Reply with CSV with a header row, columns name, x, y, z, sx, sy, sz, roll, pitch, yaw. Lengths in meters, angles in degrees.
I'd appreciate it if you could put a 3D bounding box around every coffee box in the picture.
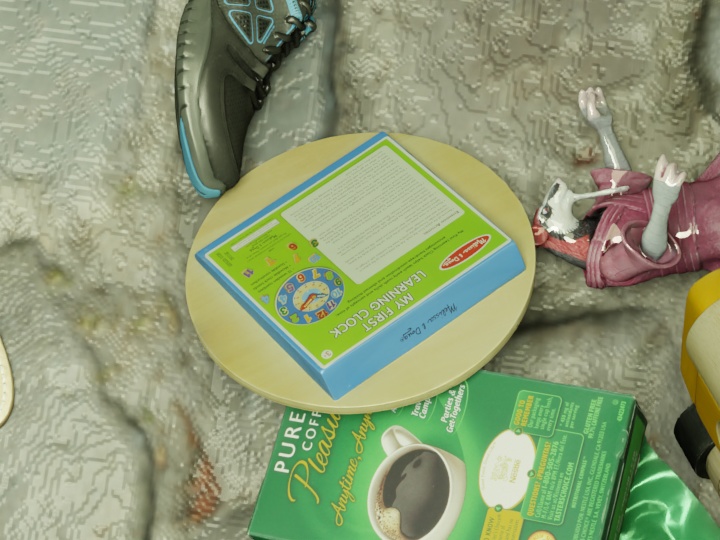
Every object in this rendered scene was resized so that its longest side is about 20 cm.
name,x,y,z,sx,sy,sz,roll,pitch,yaw
coffee box,0.048,0.114,1.326,0.200,0.044,0.123,8,70,21

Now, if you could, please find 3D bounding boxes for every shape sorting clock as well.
name,x,y,z,sx,sy,sz,roll,pitch,yaw
shape sorting clock,0.000,0.000,1.367,0.200,0.039,0.200,-6,47,6

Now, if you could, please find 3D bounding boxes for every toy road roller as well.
name,x,y,z,sx,sy,sz,roll,pitch,yaw
toy road roller,0.258,0.075,1.304,0.146,0.200,0.123,-22,57,-7

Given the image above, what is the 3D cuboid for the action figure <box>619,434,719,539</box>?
name,x,y,z,sx,sy,sz,roll,pitch,yaw
action figure,0.096,0.175,1.342,0.200,0.055,0.118,-39,81,-9

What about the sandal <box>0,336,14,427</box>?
name,x,y,z,sx,sy,sz,roll,pitch,yaw
sandal,-0.266,-0.003,1.364,0.078,0.070,0.212,-26,77,-9

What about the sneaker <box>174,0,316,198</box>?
name,x,y,z,sx,sy,sz,roll,pitch,yaw
sneaker,-0.066,-0.139,1.411,0.082,0.073,0.200,5,75,-3

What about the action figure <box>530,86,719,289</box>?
name,x,y,z,sx,sy,sz,roll,pitch,yaw
action figure,0.187,-0.025,1.398,0.200,0.134,0.149,-10,118,7
